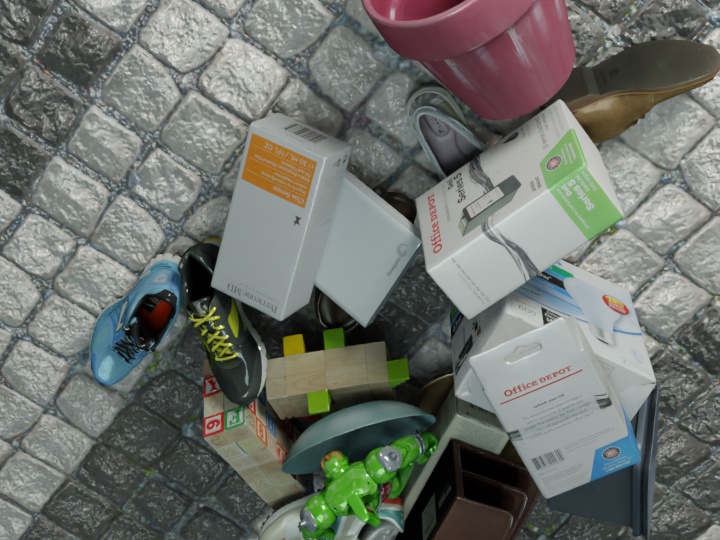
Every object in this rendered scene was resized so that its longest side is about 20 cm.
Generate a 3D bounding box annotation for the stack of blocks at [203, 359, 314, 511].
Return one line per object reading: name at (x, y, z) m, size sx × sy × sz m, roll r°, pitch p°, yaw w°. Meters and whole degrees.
stack of blocks at (-0.126, 0.204, 1.560) m, size 0.058 × 0.116 × 0.201 m, roll -19°, pitch 137°, yaw 14°

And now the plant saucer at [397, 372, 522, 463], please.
plant saucer at (0.145, 0.201, 1.594) m, size 0.196 × 0.036 × 0.203 m, roll 1°, pitch 122°, yaw 1°

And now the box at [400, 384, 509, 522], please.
box at (0.113, 0.245, 1.561) m, size 0.081 × 0.069 × 0.202 m, roll 22°, pitch 120°, yaw -11°

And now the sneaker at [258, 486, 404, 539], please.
sneaker at (-0.035, 0.327, 1.556) m, size 0.197 × 0.094 × 0.070 m, roll -25°, pitch 148°, yaw 6°

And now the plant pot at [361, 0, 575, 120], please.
plant pot at (0.126, -0.258, 1.243) m, size 0.198 × 0.202 × 0.179 m, roll -26°, pitch 132°, yaw 17°

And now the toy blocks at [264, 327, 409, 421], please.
toy blocks at (-0.030, 0.146, 1.528) m, size 0.197 × 0.101 × 0.137 m, roll -9°, pitch 154°, yaw 7°

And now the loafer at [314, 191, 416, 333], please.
loafer at (0.000, 0.000, 1.460) m, size 0.072 × 0.072 × 0.202 m, roll 22°, pitch 119°, yaw -11°

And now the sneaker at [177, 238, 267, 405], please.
sneaker at (-0.172, 0.063, 1.451) m, size 0.074 × 0.084 × 0.203 m, roll -20°, pitch 83°, yaw 22°

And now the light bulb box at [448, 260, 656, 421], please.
light bulb box at (0.214, 0.080, 1.424) m, size 0.196 × 0.201 × 0.126 m, roll 24°, pitch 118°, yaw -12°

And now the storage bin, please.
storage bin at (0.302, 0.226, 1.545) m, size 0.132 × 0.147 × 0.201 m, roll 5°, pitch 141°, yaw 15°

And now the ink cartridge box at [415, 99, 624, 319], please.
ink cartridge box at (0.162, -0.065, 1.304) m, size 0.199 × 0.146 × 0.084 m, roll -34°, pitch 119°, yaw 18°

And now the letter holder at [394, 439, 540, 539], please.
letter holder at (0.136, 0.331, 1.515) m, size 0.140 × 0.101 × 0.202 m, roll 19°, pitch 121°, yaw -12°

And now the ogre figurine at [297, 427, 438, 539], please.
ogre figurine at (0.001, 0.258, 1.469) m, size 0.197 × 0.120 × 0.100 m, roll -19°, pitch 77°, yaw 11°

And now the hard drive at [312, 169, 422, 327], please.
hard drive at (-0.034, -0.048, 1.411) m, size 0.199 × 0.027 × 0.133 m, roll 39°, pitch 118°, yaw 9°

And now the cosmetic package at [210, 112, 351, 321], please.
cosmetic package at (-0.090, -0.060, 1.378) m, size 0.100 × 0.071 × 0.203 m, roll 24°, pitch 115°, yaw 17°

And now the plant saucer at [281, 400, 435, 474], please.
plant saucer at (-0.007, 0.196, 1.502) m, size 0.198 × 0.039 × 0.201 m, roll -18°, pitch 162°, yaw -6°

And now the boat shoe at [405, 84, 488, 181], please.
boat shoe at (0.119, -0.117, 1.389) m, size 0.074 × 0.065 × 0.203 m, roll -28°, pitch 116°, yaw 19°

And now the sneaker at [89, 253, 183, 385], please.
sneaker at (-0.276, 0.070, 1.502) m, size 0.078 × 0.090 × 0.201 m, roll 30°, pitch 118°, yaw -15°

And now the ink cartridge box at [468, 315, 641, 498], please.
ink cartridge box at (0.201, 0.129, 1.298) m, size 0.115 × 0.068 × 0.201 m, roll -24°, pitch 116°, yaw 15°

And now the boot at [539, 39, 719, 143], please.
boot at (0.295, -0.192, 1.345) m, size 0.197 × 0.074 × 0.076 m, roll -13°, pitch 135°, yaw 18°
